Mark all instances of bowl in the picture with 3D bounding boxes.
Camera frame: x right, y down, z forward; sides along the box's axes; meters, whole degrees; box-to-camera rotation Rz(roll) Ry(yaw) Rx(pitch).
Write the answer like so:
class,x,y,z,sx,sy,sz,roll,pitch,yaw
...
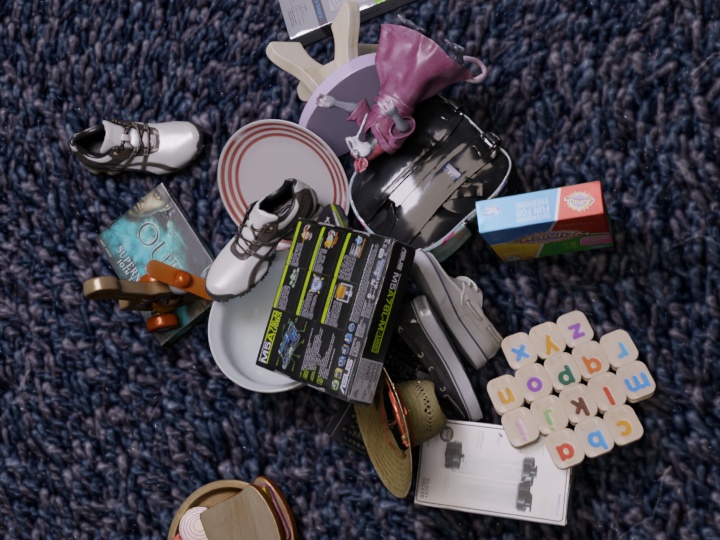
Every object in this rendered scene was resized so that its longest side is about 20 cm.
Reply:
class,x,y,z,sx,sy,sz,roll,pitch,yaw
bowl,-0.100,0.081,1.585,0.199,0.090,0.203,-5,66,12

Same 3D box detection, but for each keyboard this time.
class,x,y,z,sx,sy,sz,roll,pitch,yaw
keyboard,0.018,0.138,1.549,0.126,0.021,0.201,32,89,-24

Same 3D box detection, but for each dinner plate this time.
class,x,y,z,sx,sy,sz,roll,pitch,yaw
dinner plate,-0.105,-0.117,1.620,0.198,0.024,0.202,9,118,17

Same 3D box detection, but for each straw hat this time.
class,x,y,z,sx,sy,sz,roll,pitch,yaw
straw hat,0.062,0.179,1.457,0.084,0.201,0.203,-16,74,-18

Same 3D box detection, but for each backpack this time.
class,x,y,z,sx,sy,sz,roll,pitch,yaw
backpack,0.089,-0.106,1.540,0.200,0.151,0.178,-44,71,-5

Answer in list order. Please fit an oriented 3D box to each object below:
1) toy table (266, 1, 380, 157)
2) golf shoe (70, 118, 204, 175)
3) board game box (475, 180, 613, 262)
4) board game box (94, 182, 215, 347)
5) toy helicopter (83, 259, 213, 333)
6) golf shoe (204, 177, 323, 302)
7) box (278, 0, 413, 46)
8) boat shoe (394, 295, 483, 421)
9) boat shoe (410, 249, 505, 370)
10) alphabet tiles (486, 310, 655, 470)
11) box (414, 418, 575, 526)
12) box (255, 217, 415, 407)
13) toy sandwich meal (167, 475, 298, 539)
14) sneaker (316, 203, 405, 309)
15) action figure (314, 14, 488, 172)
class,x,y,z,sx,sy,sz,roll,pitch,yaw
toy table,-0.033,-0.260,1.600,0.200,0.182,0.118,-43,58,39
golf shoe,-0.327,-0.181,1.695,0.198,0.094,0.079,-9,77,12
board game box,0.236,-0.058,1.466,0.151,0.200,0.041,-9,78,15
board game box,-0.284,-0.009,1.695,0.135,0.028,0.201,-38,73,7
toy helicopter,-0.285,0.028,1.568,0.131,0.199,0.080,-18,76,31
golf shoe,-0.141,-0.048,1.551,0.200,0.095,0.078,-46,60,-8
box,-0.027,-0.433,1.690,0.198,0.041,0.158,-19,76,11
boat shoe,0.095,0.123,1.496,0.066,0.201,0.070,-26,32,6
boat shoe,0.128,0.041,1.500,0.066,0.072,0.201,-38,117,-7
alphabet tiles,0.266,0.150,1.481,0.198,0.015,0.197,-21,56,-3
box,0.176,0.257,1.501,0.198,0.060,0.118,4,81,17
box,-0.034,0.047,1.436,0.192,0.047,0.202,13,86,51
toy sandwich meal,-0.179,0.376,1.576,0.203,0.070,0.208,-3,80,15
sneaker,0.000,0.000,1.529,0.074,0.080,0.202,-45,61,43
action figure,0.043,-0.213,1.483,0.134,0.148,0.202,36,104,43
